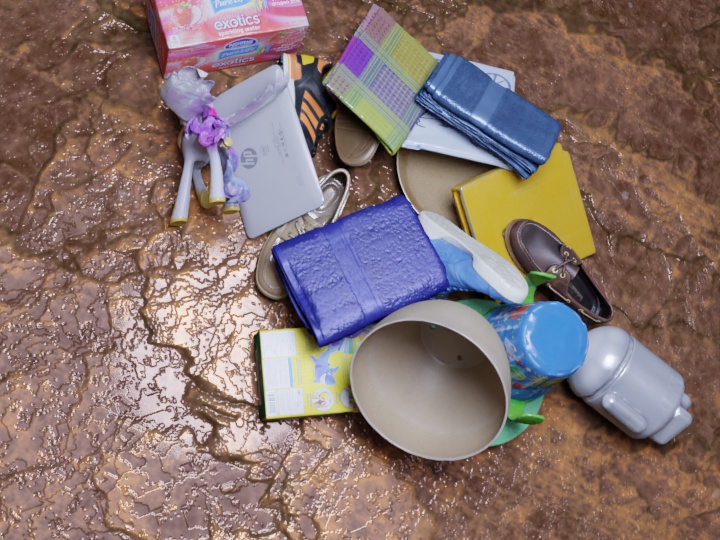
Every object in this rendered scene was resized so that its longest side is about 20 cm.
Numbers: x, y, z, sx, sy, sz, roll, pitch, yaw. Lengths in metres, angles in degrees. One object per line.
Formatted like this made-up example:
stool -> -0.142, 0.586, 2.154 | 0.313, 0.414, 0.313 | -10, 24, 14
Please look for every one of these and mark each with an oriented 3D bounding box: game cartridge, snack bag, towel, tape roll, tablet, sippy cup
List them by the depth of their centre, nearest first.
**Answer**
towel -> 0.000, 0.000, 1.209 | 0.198, 0.050, 0.149 | -23, 75, -14
sippy cup -> 0.229, 0.100, 1.227 | 0.139, 0.130, 0.179 | -24, 85, -20
tablet -> -0.130, -0.158, 1.251 | 0.014, 0.129, 0.202 | -2, 72, -63
towel -> 0.035, -0.265, 1.280 | 0.143, 0.023, 0.201 | 41, 51, -17
tape roll -> 0.157, 0.142, 1.291 | 0.198, 0.048, 0.203 | 4, 75, -16
towel -> 0.179, -0.217, 1.296 | 0.199, 0.049, 0.112 | 33, 50, 1
snack bag -> 0.138, -0.232, 1.343 | 0.186, 0.021, 0.202 | 11, 55, -9
game cartridge -> 0.237, -0.071, 1.344 | 0.199, 0.032, 0.178 | -24, 103, -26

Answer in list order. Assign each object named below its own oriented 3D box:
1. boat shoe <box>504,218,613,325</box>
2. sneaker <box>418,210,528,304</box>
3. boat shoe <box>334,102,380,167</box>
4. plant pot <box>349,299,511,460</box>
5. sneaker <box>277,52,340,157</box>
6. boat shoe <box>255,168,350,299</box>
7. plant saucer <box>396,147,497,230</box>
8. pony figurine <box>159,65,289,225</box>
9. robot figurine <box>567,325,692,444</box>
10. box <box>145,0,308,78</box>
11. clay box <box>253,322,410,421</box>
boat shoe -> 0.285, 0.001, 1.317 | 0.200, 0.070, 0.071 | 43, 76, -21
sneaker -> 0.130, 0.015, 1.255 | 0.200, 0.112, 0.076 | 39, 23, 32
boat shoe -> 0.007, -0.226, 1.320 | 0.071, 0.072, 0.202 | 1, 66, 8
plant pot -> 0.101, 0.116, 1.173 | 0.200, 0.200, 0.135 | 42, 34, -3
sneaker -> -0.068, -0.206, 1.294 | 0.089, 0.070, 0.203 | -2, 76, -15
boat shoe -> -0.077, -0.054, 1.258 | 0.071, 0.065, 0.201 | 31, 70, -7
plant saucer -> 0.141, -0.143, 1.360 | 0.198, 0.035, 0.203 | 4, 77, -16
pony figurine -> -0.192, -0.175, 1.196 | 0.165, 0.192, 0.203 | 1, 78, -40
robot figurine -> 0.371, 0.156, 1.316 | 0.199, 0.113, 0.170 | 37, 29, -6
box -> -0.183, -0.343, 1.280 | 0.198, 0.095, 0.104 | -14, 80, -19
clay box -> -0.037, 0.132, 1.235 | 0.198, 0.048, 0.116 | -2, 77, -18
